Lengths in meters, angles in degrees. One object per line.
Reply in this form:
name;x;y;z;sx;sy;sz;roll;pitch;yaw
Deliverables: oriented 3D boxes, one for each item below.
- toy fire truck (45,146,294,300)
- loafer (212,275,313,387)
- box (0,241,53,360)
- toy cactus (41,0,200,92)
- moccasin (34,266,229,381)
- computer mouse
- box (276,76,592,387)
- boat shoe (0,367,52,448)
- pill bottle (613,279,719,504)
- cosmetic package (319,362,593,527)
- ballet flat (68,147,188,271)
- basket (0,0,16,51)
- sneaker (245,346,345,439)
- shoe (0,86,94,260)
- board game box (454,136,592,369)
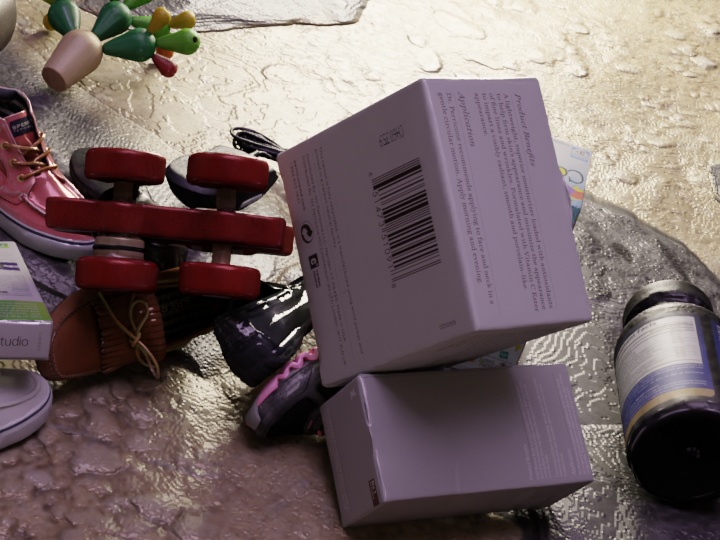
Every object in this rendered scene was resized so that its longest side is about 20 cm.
toy fire truck;-0.153;-0.034;1.530;0.198;0.113;0.168;4;-4;-1
loafer;-0.075;0.034;1.570;0.071;0.068;0.201;52;18;-5
box;-0.331;0.020;1.479;0.143;0.037;0.200;2;17;-20
toy cactus;-0.265;-0.238;1.893;0.199;0.103;0.165;30;55;12
moccasin;-0.182;0.047;1.532;0.077;0.074;0.200;8;14;40
computer mouse;-0.097;-0.076;1.772;0.139;0.046;0.200;23;23;13
box;0.055;-0.029;1.471;0.130;0.199;0.201;-3;77;-39
boat shoe;-0.323;0.094;1.409;0.198;0.066;0.072;-4;40;-29
pill bottle;0.282;0.100;1.648;0.111;0.113;0.201;14;34;-7
cosmetic package;0.077;0.139;1.493;0.198;0.090;0.108;-1;69;-24
ballet flat;-0.216;-0.054;1.690;0.066;0.057;0.200;-12;38;-27
basket;-0.422;-0.224;1.747;0.179;0.137;0.200;18;29;15
sneaker;-0.001;0.112;1.544;0.199;0.079;0.096;-15;62;-36
shoe;-0.300;-0.093;1.654;0.199;0.092;0.071;33;37;19
board game box;0.121;-0.018;1.654;0.104;0.201;0.103;20;34;1
